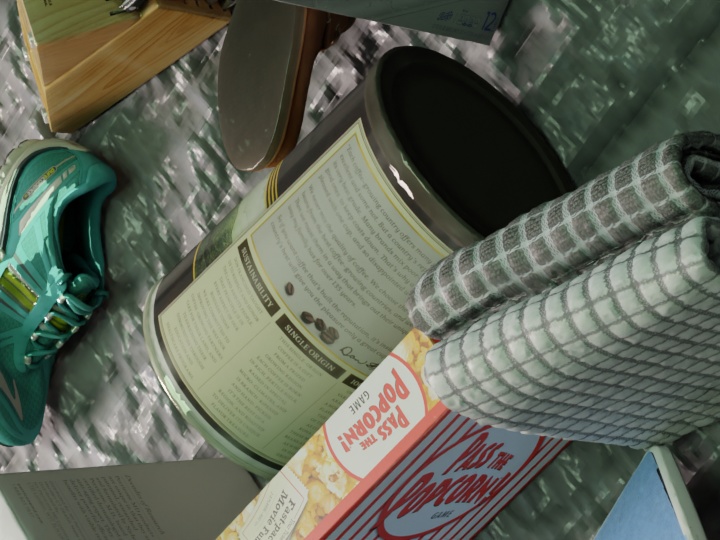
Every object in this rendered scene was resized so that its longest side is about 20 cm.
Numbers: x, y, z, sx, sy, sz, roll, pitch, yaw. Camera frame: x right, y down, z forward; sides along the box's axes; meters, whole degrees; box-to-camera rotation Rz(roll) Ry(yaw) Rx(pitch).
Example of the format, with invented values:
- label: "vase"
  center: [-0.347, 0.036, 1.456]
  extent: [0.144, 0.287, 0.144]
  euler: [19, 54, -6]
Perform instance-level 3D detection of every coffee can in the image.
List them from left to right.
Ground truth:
- label: "coffee can"
  center: [0.000, 0.000, 1.135]
  extent: [0.200, 0.146, 0.147]
  euler: [-42, 64, 29]

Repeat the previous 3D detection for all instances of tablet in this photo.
- label: "tablet"
  center: [0.119, 0.199, 1.065]
  extent: [0.130, 0.014, 0.200]
  euler: [-101, 33, -56]

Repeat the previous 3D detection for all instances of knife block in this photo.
- label: "knife block"
  center: [-0.121, -0.167, 1.299]
  extent: [0.200, 0.175, 0.064]
  euler: [103, 150, -71]

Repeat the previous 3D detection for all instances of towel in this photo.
- label: "towel"
  center: [0.142, 0.010, 0.994]
  extent: [0.165, 0.200, 0.086]
  euler: [-30, 64, 34]

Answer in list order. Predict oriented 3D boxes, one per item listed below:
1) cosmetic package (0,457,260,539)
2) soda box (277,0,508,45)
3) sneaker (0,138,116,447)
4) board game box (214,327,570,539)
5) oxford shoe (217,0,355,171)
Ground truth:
- label: "cosmetic package"
  center: [-0.145, 0.166, 1.209]
  extent: [0.101, 0.200, 0.071]
  euler: [-49, 61, 26]
- label: "soda box"
  center: [0.003, -0.168, 1.103]
  extent: [0.068, 0.200, 0.064]
  euler: [33, 107, 33]
- label: "sneaker"
  center: [-0.202, 0.017, 1.343]
  extent: [0.079, 0.077, 0.201]
  euler: [15, 98, 28]
- label: "board game box"
  center: [0.024, 0.108, 1.111]
  extent: [0.200, 0.151, 0.046]
  euler: [-49, 61, 27]
- label: "oxford shoe"
  center: [-0.030, -0.143, 1.185]
  extent: [0.071, 0.071, 0.201]
  euler: [-13, 60, 48]
